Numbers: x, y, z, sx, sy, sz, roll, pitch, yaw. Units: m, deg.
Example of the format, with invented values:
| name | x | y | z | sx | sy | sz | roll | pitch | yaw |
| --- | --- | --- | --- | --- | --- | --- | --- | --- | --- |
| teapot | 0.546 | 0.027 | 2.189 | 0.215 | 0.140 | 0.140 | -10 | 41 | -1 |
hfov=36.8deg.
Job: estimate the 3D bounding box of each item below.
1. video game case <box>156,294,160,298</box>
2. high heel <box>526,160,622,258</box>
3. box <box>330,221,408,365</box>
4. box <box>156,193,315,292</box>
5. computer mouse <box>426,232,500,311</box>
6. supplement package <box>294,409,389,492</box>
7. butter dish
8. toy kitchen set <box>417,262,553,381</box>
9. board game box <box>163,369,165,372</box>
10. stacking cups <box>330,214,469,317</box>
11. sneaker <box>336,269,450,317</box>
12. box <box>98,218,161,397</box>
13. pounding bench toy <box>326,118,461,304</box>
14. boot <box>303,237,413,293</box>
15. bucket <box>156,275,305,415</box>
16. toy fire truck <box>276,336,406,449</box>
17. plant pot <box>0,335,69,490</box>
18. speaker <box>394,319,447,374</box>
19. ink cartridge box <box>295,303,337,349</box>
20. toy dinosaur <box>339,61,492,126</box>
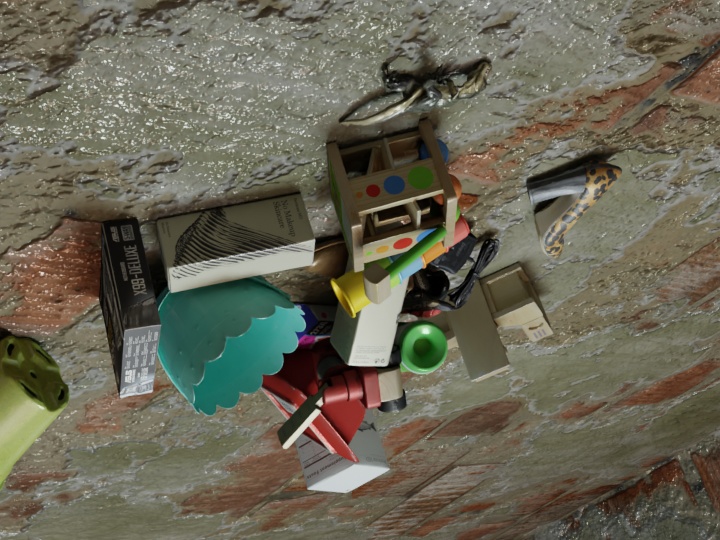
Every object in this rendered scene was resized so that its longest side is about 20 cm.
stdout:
| name | x | y | z | sx | sy | sz | roll | pitch | yaw |
| --- | --- | --- | --- | --- | --- | --- | --- | --- | --- |
| video game case | -0.258 | 0.077 | 1.658 | 0.141 | 0.019 | 0.200 | -21 | 152 | 4 |
| high heel | 0.337 | -0.087 | 1.659 | 0.141 | 0.072 | 0.201 | -15 | 145 | 8 |
| box | 0.018 | 0.030 | 1.549 | 0.068 | 0.082 | 0.202 | 4 | 113 | -25 |
| box | -0.165 | -0.037 | 1.434 | 0.198 | 0.083 | 0.069 | -13 | 152 | -14 |
| computer mouse | 0.125 | -0.011 | 1.661 | 0.199 | 0.046 | 0.141 | 17 | 106 | -53 |
| supplement package | -0.047 | 0.292 | 1.990 | 0.117 | 0.202 | 0.116 | -32 | 151 | 26 |
| butter dish | -0.064 | 0.200 | 1.849 | 0.148 | 0.199 | 0.200 | -46 | 120 | -15 |
| toy kitchen set | 0.231 | 0.124 | 1.893 | 0.198 | 0.165 | 0.180 | -24 | 153 | 12 |
| board game box | -0.257 | 0.173 | 1.818 | 0.102 | 0.020 | 0.200 | -19 | 159 | -1 |
| stacking cups | 0.059 | -0.010 | 1.459 | 0.199 | 0.061 | 0.061 | -30 | 155 | -12 |
| sneaker | 0.059 | 0.035 | 1.720 | 0.198 | 0.071 | 0.098 | -5 | 151 | -29 |
| box | -0.306 | 0.053 | 1.428 | 0.049 | 0.159 | 0.201 | -8 | 152 | -19 |
| pounding bench toy | 0.058 | -0.066 | 1.384 | 0.154 | 0.202 | 0.125 | -14 | 153 | -6 |
| boot | 0.000 | 0.000 | 1.614 | 0.198 | 0.076 | 0.074 | 4 | 148 | -35 |
| bucket | -0.193 | 0.084 | 1.513 | 0.207 | 0.135 | 0.208 | -38 | 157 | -19 |
| toy fire truck | -0.043 | 0.179 | 1.676 | 0.198 | 0.176 | 0.130 | -11 | 108 | -14 |
| plant pot | -0.528 | 0.197 | 1.554 | 0.184 | 0.201 | 0.200 | -38 | 149 | 13 |
| speaker | 0.082 | 0.123 | 1.749 | 0.087 | 0.090 | 0.200 | -13 | 178 | -11 |
| ink cartridge box | -0.055 | 0.095 | 1.804 | 0.198 | 0.037 | 0.095 | 7 | 144 | -37 |
| toy dinosaur | 0.067 | -0.212 | 1.292 | 0.198 | 0.048 | 0.088 | -16 | 160 | 2 |
